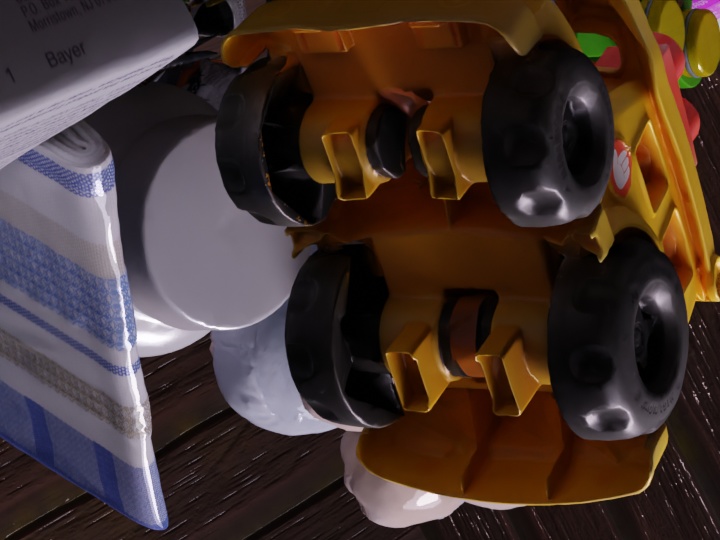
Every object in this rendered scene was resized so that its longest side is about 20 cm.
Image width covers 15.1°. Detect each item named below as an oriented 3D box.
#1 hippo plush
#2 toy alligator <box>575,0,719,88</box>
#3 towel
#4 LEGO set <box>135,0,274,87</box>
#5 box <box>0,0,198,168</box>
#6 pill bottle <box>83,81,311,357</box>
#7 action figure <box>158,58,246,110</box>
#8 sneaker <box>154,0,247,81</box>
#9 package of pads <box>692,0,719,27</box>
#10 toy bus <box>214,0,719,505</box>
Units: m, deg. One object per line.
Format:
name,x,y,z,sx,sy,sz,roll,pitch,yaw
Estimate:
hippo plush,0.000,0.000,1.150,0.161,0.200,0.159,12,170,40
toy alligator,0.104,-0.114,1.163,0.059,0.054,0.200,0,177,30
towel,-0.134,-0.001,1.030,0.024,0.147,0.200,-40,143,-31
LEGO set,-0.067,-0.098,1.027,0.154,0.116,0.200,-15,-178,41
box,-0.189,-0.056,0.870,0.200,0.105,0.184,-27,-179,43
pill bottle,-0.111,-0.022,1.108,0.111,0.111,0.200,-28,-161,-34
action figure,-0.134,-0.083,1.292,0.193,0.105,0.200,2,154,32
sneaker,-0.111,-0.116,1.172,0.075,0.082,0.200,-26,-178,41
package of pads,0.189,-0.216,1.230,0.068,0.200,0.154,10,167,-20
toy bus,0.060,-0.045,0.984,0.136,0.200,0.192,2,-143,33
